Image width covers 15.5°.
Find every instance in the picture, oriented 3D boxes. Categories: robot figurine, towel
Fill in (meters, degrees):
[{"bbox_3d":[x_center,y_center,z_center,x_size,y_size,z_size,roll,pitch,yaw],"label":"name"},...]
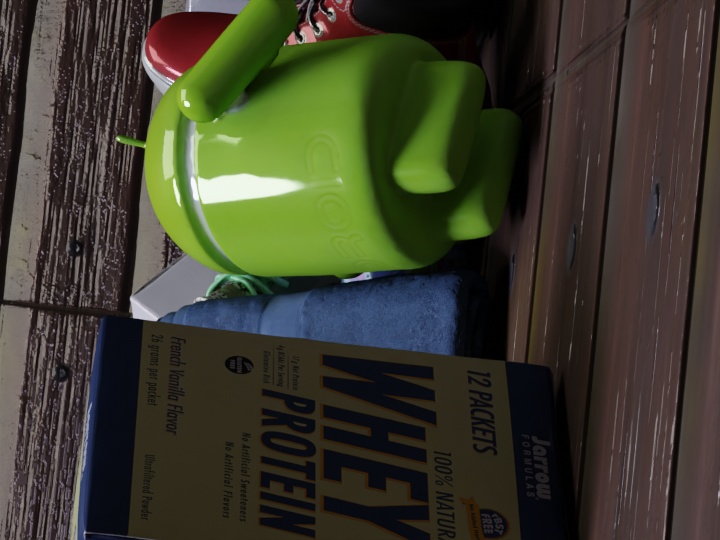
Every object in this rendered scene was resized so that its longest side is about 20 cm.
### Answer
[{"bbox_3d":[-0.022,-0.056,1.322,0.175,0.199,0.116,44,-129,-47],"label":"robot figurine"},{"bbox_3d":[-0.024,0.061,1.348,0.049,0.199,0.112,37,-128,-49],"label":"towel"}]

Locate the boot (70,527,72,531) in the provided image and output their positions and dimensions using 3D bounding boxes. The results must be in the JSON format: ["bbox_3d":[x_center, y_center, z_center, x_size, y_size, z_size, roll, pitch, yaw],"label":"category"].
[{"bbox_3d":[-0.050,0.171,1.331,0.186,0.199,0.065,-99,15,-72],"label":"boot"}]

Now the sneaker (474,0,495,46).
[{"bbox_3d":[0.048,-0.220,1.426,0.200,0.076,0.115,95,172,-55],"label":"sneaker"}]

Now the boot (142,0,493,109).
[{"bbox_3d":[-0.029,-0.134,1.381,0.145,0.199,0.073,79,-150,-51],"label":"boot"}]

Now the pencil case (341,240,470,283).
[{"bbox_3d":[0.012,0.057,1.457,0.087,0.078,0.201,-151,67,-67],"label":"pencil case"}]

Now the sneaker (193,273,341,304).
[{"bbox_3d":[-0.057,0.022,1.463,0.089,0.077,0.201,54,-131,-60],"label":"sneaker"}]

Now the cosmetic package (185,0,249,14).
[{"bbox_3d":[-0.039,-0.136,1.777,0.200,0.166,0.168,-92,10,-64],"label":"cosmetic package"}]

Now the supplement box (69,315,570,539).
[{"bbox_3d":[-0.027,0.147,1.123,0.135,0.199,0.200,-92,11,-52],"label":"supplement box"}]

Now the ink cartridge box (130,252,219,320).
[{"bbox_3d":[-0.058,0.094,1.604,0.086,0.147,0.200,-39,-32,-27],"label":"ink cartridge box"}]
